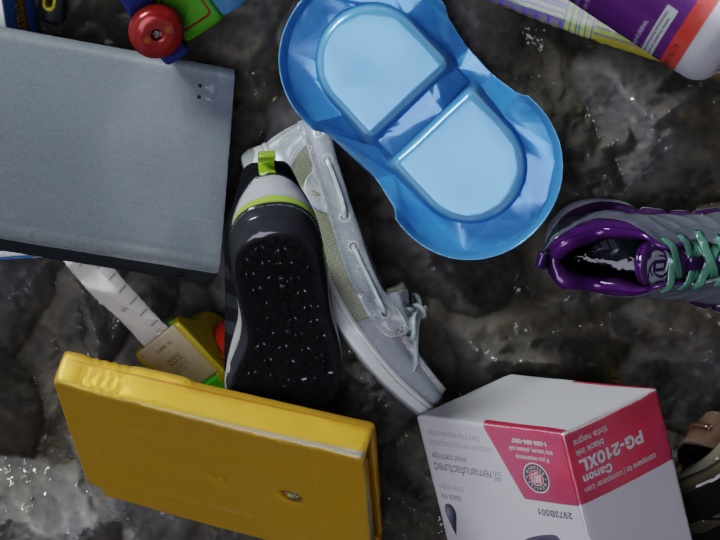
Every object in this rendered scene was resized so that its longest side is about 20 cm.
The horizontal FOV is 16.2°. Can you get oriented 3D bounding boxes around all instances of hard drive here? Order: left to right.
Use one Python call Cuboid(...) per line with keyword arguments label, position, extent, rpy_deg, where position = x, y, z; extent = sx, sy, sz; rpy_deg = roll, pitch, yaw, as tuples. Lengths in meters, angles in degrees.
Cuboid(label="hard drive", position=(-0.181, -0.074, 1.556), extent=(0.200, 0.033, 0.140), rpy_deg=(9, 67, -15))

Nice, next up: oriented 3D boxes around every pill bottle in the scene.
Cuboid(label="pill bottle", position=(0.147, -0.205, 1.458), extent=(0.200, 0.112, 0.113), rpy_deg=(34, 108, 4))

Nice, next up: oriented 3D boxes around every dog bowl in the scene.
Cuboid(label="dog bowl", position=(0.038, -0.097, 1.557), extent=(0.111, 0.050, 0.200), rpy_deg=(-43, 91, 5))

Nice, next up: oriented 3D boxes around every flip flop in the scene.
Cuboid(label="flip flop", position=(0.236, 0.108, 1.560), extent=(0.081, 0.058, 0.200), rpy_deg=(20, 131, -30))

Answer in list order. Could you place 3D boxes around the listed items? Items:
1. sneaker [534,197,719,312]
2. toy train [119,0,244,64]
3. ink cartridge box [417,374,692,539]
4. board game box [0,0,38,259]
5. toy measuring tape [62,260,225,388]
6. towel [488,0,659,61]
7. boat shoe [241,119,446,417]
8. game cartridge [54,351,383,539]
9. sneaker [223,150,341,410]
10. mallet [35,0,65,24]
Cuboid(label="sneaker", position=(0.206, -0.001, 1.529), extent=(0.199, 0.088, 0.075), rpy_deg=(0, 103, 14))
Cuboid(label="toy train", position=(-0.133, -0.235, 1.537), extent=(0.116, 0.085, 0.200), rpy_deg=(-32, 114, 7))
Cuboid(label="ink cartridge box", position=(0.129, 0.174, 1.556), extent=(0.145, 0.084, 0.200), rpy_deg=(3, 111, 54))
Cuboid(label="board game box", position=(-0.302, -0.104, 1.641), extent=(0.195, 0.056, 0.200), rpy_deg=(-3, 104, 15))
Cuboid(label="toy measuring tape", position=(-0.121, 0.036, 1.617), extent=(0.074, 0.074, 0.200), rpy_deg=(-37, 107, 19))
Cuboid(label="towel", position=(0.138, -0.215, 1.529), extent=(0.200, 0.023, 0.144), rpy_deg=(19, 108, 9))
Cuboid(label="boat shoe", position=(0.000, -0.001, 1.590), extent=(0.065, 0.074, 0.202), rpy_deg=(-32, 87, 1))
Cuboid(label="game cartridge", position=(-0.086, 0.119, 1.600), extent=(0.200, 0.176, 0.032), rpy_deg=(15, 63, 10))
Cuboid(label="sneaker", position=(-0.048, 0.010, 1.542), extent=(0.072, 0.083, 0.200), rpy_deg=(-2, 136, -7))
Cuboid(label="mallet", position=(-0.189, -0.256, 1.592), extent=(0.066, 0.041, 0.200), rpy_deg=(23, 112, 8))
